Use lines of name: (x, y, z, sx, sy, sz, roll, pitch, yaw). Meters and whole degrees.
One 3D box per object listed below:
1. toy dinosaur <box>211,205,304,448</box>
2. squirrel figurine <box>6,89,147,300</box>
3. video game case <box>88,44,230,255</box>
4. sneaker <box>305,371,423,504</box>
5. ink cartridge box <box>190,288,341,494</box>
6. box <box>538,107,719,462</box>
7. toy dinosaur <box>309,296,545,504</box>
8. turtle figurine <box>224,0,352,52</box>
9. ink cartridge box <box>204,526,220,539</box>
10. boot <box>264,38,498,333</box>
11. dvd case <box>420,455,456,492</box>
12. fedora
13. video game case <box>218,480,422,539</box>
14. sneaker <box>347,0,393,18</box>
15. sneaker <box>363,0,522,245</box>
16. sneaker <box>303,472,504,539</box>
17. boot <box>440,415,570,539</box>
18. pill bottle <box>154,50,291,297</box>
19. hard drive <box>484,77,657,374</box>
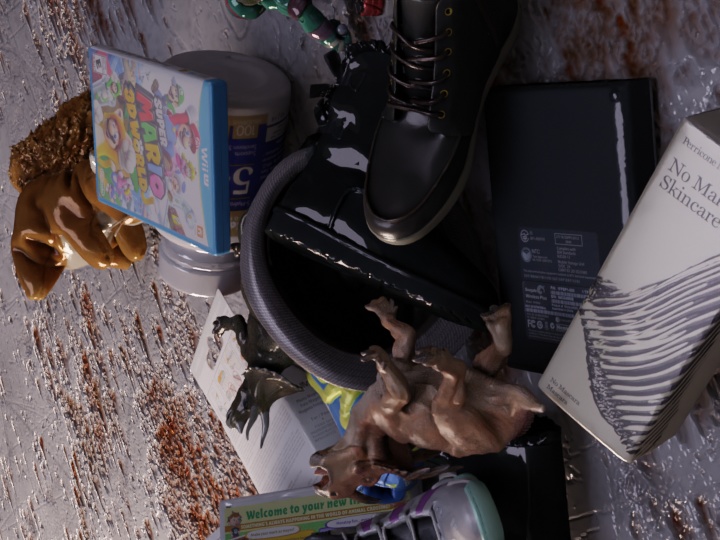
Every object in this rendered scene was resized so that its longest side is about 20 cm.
toy dinosaur: (-0.074, 0.036, 1.130, 0.102, 0.076, 0.202, 40, 127, 41)
squirrel figurine: (-0.294, -0.097, 1.439, 0.186, 0.141, 0.202, -39, 71, 46)
video game case: (-0.174, -0.107, 1.148, 0.199, 0.018, 0.145, 23, 119, 47)
sneaker: (0.000, 0.129, 1.093, 0.200, 0.075, 0.106, -170, 88, -71)
ink cartridge box: (-0.081, 0.130, 1.250, 0.201, 0.057, 0.163, 61, 150, 22)
box: (0.189, 0.010, 0.795, 0.082, 0.068, 0.201, 39, 124, 27)
toy dinosaur: (0.057, 0.098, 0.907, 0.198, 0.086, 0.137, 0, 117, 36)
turtle figurine: (-0.051, -0.246, 1.076, 0.200, 0.100, 0.151, -34, 72, 48)
ink cartridge box: (-0.066, 0.339, 1.223, 0.083, 0.145, 0.201, -42, 60, 9)
boot: (0.039, -0.064, 0.979, 0.197, 0.073, 0.164, 25, 83, 10)
dvd case: (0.060, 0.249, 1.132, 0.145, 0.022, 0.202, 12, 110, 53)
fedora: (0.000, 0.000, 1.050, 0.200, 0.177, 0.090, 43, 172, 7)
video game case: (-0.032, 0.271, 1.118, 0.198, 0.022, 0.184, -14, 71, 29)
sneaker: (0.040, -0.278, 0.959, 0.078, 0.081, 0.203, -164, 80, -75)
sneaker: (0.037, -0.124, 0.892, 0.074, 0.106, 0.202, 16, 80, 28)
sneaker: (0.010, 0.209, 0.954, 0.078, 0.139, 0.200, 69, 153, 18)
boot: (0.135, 0.189, 0.954, 0.197, 0.073, 0.165, -2, 95, 57)
pill bottle: (-0.131, -0.085, 1.215, 0.120, 0.119, 0.202, 39, 131, 42)
hard drive: (0.144, -0.027, 0.912, 0.139, 0.033, 0.202, 8, 107, 55)
